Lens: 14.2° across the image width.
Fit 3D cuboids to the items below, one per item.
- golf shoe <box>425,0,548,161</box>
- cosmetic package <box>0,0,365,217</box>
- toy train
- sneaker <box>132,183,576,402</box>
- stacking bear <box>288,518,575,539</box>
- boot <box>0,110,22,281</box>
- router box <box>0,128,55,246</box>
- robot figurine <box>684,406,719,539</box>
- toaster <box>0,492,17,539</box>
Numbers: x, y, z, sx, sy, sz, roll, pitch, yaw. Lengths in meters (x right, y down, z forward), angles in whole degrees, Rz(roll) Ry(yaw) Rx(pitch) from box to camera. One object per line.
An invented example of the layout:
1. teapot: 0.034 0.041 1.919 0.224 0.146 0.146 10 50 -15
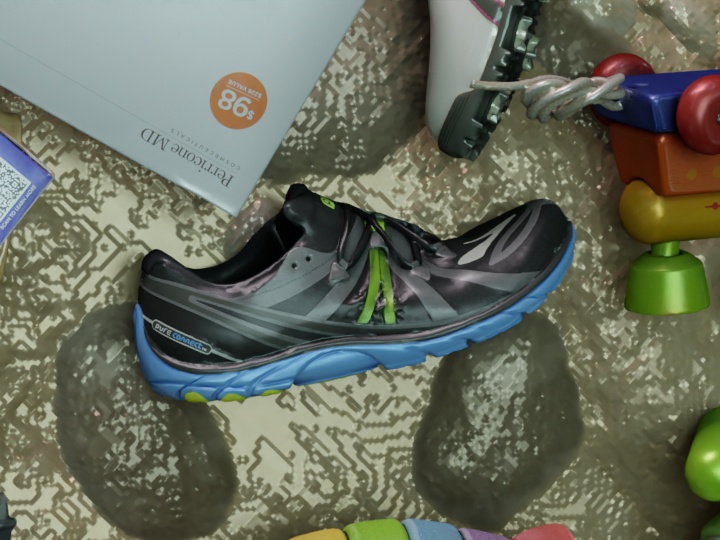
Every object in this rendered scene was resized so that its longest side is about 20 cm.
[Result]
1. golf shoe: 0.044 -0.148 1.259 0.088 0.077 0.201 10 85 6
2. cosmetic package: -0.100 -0.137 1.194 0.200 0.052 0.151 29 100 -15
3. toy train: 0.129 -0.032 1.255 0.200 0.085 0.116 -6 104 -29
4. sneaker: 0.000 0.000 1.232 0.199 0.071 0.083 -13 98 -13
5. stacking bear: -0.011 0.161 1.210 0.199 0.121 0.114 1 91 -9
6. boot: -0.245 0.004 1.165 0.199 0.066 0.176 10 86 -17
7. router box: -0.211 0.029 1.054 0.049 0.179 0.200 41 78 -16
8. robot figurine: 0.215 0.130 1.268 0.200 0.116 0.176 -43 95 -13
9. toaster: -0.196 0.183 1.114 0.118 0.181 0.201 -3 90 -15
